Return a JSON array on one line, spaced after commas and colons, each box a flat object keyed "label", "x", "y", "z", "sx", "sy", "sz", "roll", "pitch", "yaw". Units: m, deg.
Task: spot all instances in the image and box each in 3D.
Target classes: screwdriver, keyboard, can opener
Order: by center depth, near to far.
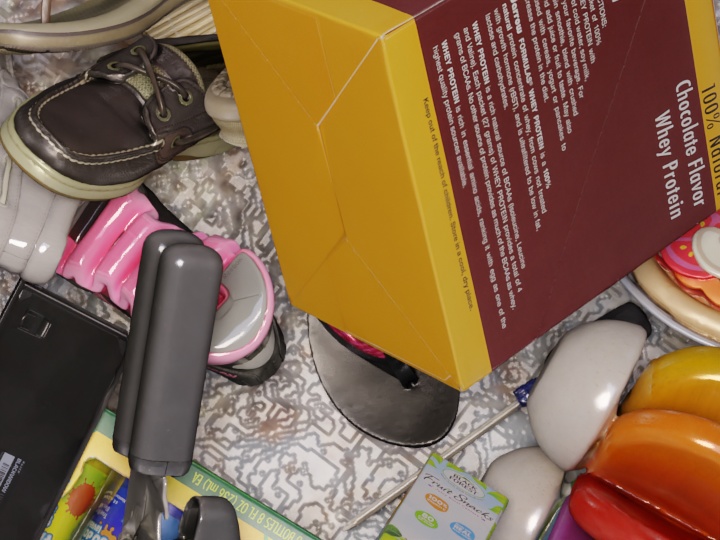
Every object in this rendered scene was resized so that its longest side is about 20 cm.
[{"label": "can opener", "x": -0.086, "y": 0.081, "z": 1.340, "sx": 0.067, "sy": 0.053, "sz": 0.201, "roll": 4, "pitch": 103, "yaw": -24}, {"label": "keyboard", "x": -0.207, "y": 0.096, "z": 1.350, "sx": 0.127, "sy": 0.021, "sz": 0.200, "roll": 30, "pitch": 84, "yaw": -30}, {"label": "screwdriver", "x": 0.070, "y": 0.077, "z": 1.443, "sx": 0.200, "sy": 0.028, "sz": 0.029, "roll": -31, "pitch": 115, "yaw": -7}]

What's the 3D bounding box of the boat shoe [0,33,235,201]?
[{"label": "boat shoe", "x": -0.109, "y": -0.089, "z": 1.375, "sx": 0.073, "sy": 0.200, "sz": 0.065, "roll": 45, "pitch": 119, "yaw": 9}]

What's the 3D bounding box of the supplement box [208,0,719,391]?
[{"label": "supplement box", "x": 0.060, "y": -0.089, "z": 1.303, "sx": 0.200, "sy": 0.133, "sz": 0.198, "roll": -34, "pitch": 128, "yaw": -27}]

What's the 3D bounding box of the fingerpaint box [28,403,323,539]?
[{"label": "fingerpaint box", "x": -0.129, "y": 0.171, "z": 1.413, "sx": 0.200, "sy": 0.073, "sz": 0.167, "roll": 32, "pitch": 85, "yaw": 2}]

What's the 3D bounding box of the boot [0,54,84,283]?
[{"label": "boot", "x": -0.183, "y": -0.059, "z": 1.392, "sx": 0.095, "sy": 0.200, "sz": 0.074, "roll": 24, "pitch": 121, "yaw": -13}]

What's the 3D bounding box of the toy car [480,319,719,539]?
[{"label": "toy car", "x": 0.145, "y": 0.139, "z": 1.361, "sx": 0.175, "sy": 0.150, "sz": 0.200, "roll": 27, "pitch": 122, "yaw": 1}]

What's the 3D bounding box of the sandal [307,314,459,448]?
[{"label": "sandal", "x": 0.000, "y": 0.000, "z": 1.442, "sx": 0.075, "sy": 0.045, "sz": 0.201, "roll": -16, "pitch": 86, "yaw": -2}]

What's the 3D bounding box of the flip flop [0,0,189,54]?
[{"label": "flip flop", "x": -0.119, "y": -0.157, "z": 1.400, "sx": 0.200, "sy": 0.081, "sz": 0.058, "roll": -26, "pitch": 107, "yaw": -25}]

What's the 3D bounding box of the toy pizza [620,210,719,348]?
[{"label": "toy pizza", "x": 0.219, "y": -0.040, "z": 1.410, "sx": 0.200, "sy": 0.032, "sz": 0.201, "roll": 1, "pitch": 56, "yaw": -2}]

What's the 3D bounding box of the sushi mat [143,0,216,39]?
[{"label": "sushi mat", "x": -0.042, "y": -0.194, "z": 1.475, "sx": 0.200, "sy": 0.012, "sz": 0.096, "roll": -30, "pitch": 87, "yaw": -3}]

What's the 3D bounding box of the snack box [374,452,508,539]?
[{"label": "snack box", "x": -0.007, "y": 0.204, "z": 1.340, "sx": 0.053, "sy": 0.142, "sz": 0.200, "roll": 31, "pitch": 115, "yaw": 2}]

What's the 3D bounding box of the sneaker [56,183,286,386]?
[{"label": "sneaker", "x": -0.113, "y": -0.004, "z": 1.428, "sx": 0.200, "sy": 0.095, "sz": 0.079, "roll": 40, "pitch": 85, "yaw": 28}]

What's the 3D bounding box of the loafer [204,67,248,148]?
[{"label": "loafer", "x": 0.006, "y": -0.084, "z": 1.399, "sx": 0.200, "sy": 0.076, "sz": 0.068, "roll": -14, "pitch": 108, "yaw": -39}]
